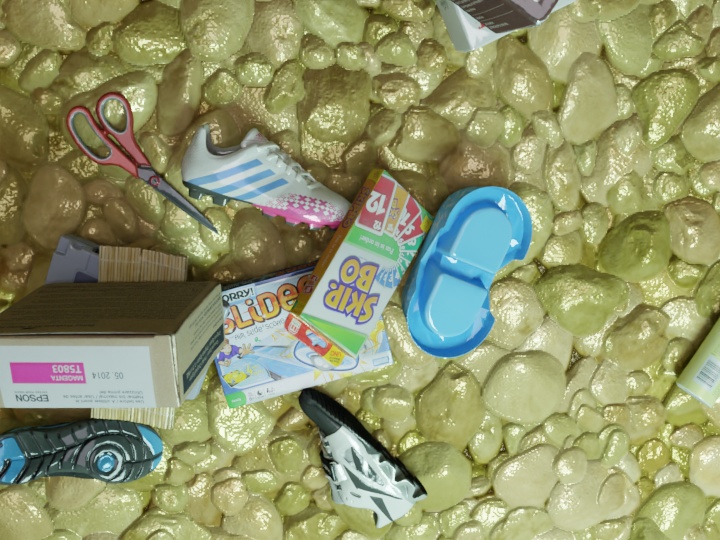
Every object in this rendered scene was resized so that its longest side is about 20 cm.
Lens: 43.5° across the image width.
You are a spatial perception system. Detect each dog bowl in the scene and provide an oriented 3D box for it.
[{"bbox_3d":[0.114,-0.003,1.017,0.110,0.050,0.202,19,101,-24],"label":"dog bowl"}]

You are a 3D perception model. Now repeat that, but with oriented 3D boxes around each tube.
[{"bbox_3d":[0.458,0.069,1.083,0.201,0.052,0.058,-56,144,4],"label":"tube"}]

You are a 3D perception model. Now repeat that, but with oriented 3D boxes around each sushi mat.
[{"bbox_3d":[-0.239,0.073,0.969,0.094,0.012,0.203,10,106,5],"label":"sushi mat"}]

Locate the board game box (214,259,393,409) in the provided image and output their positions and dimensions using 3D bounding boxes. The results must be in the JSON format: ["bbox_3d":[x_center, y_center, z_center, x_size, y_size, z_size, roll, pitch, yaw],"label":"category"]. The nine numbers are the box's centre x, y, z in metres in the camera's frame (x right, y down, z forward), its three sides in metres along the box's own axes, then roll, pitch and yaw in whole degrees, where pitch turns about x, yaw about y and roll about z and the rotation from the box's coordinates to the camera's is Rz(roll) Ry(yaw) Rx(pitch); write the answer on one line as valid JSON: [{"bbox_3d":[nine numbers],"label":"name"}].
[{"bbox_3d":[-0.073,0.065,1.030,0.197,0.034,0.137,-16,103,-1],"label":"board game box"}]

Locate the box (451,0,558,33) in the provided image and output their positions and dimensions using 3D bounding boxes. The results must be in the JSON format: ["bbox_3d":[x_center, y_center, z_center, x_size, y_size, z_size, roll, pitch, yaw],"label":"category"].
[{"bbox_3d":[0.108,-0.338,0.803,0.198,0.164,0.167,32,98,-11],"label":"box"}]

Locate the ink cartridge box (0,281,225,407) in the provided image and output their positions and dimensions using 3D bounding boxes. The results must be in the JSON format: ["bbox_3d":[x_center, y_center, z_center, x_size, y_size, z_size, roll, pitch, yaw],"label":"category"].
[{"bbox_3d":[-0.247,0.068,0.876,0.196,0.165,0.076,0,107,7],"label":"ink cartridge box"}]

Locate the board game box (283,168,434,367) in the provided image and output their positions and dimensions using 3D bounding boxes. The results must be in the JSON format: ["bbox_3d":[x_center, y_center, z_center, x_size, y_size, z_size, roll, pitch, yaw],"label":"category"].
[{"bbox_3d":[0.000,0.000,0.978,0.095,0.030,0.202,39,77,-35],"label":"board game box"}]

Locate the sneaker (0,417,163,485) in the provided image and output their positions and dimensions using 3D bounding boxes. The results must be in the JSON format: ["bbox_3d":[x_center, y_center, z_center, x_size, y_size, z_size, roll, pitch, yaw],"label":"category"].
[{"bbox_3d":[-0.324,0.198,1.022,0.197,0.082,0.075,6,87,-26],"label":"sneaker"}]

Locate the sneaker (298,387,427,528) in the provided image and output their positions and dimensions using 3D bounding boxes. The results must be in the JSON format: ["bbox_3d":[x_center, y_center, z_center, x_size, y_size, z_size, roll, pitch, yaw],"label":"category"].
[{"bbox_3d":[-0.016,0.226,1.053,0.088,0.074,0.200,-42,103,3],"label":"sneaker"}]

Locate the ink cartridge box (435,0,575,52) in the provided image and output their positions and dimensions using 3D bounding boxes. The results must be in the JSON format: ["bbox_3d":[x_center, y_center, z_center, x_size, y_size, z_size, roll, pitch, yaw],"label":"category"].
[{"bbox_3d":[0.134,-0.348,0.931,0.145,0.083,0.202,-25,104,0],"label":"ink cartridge box"}]

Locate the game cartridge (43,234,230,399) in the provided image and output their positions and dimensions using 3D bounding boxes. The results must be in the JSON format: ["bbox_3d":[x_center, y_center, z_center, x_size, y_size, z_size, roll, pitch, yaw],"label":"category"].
[{"bbox_3d":[-0.254,0.058,0.992,0.197,0.041,0.135,23,103,-1],"label":"game cartridge"}]

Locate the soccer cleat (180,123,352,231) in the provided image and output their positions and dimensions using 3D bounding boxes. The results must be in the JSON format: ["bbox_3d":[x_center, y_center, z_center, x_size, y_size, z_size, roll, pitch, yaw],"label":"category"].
[{"bbox_3d":[-0.093,-0.102,0.972,0.197,0.070,0.088,14,102,-8],"label":"soccer cleat"}]

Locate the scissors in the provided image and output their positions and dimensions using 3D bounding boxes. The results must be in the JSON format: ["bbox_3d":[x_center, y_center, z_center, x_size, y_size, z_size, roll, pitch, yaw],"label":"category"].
[{"bbox_3d":[-0.239,-0.103,0.988,0.073,0.014,0.201,-35,105,0],"label":"scissors"}]
